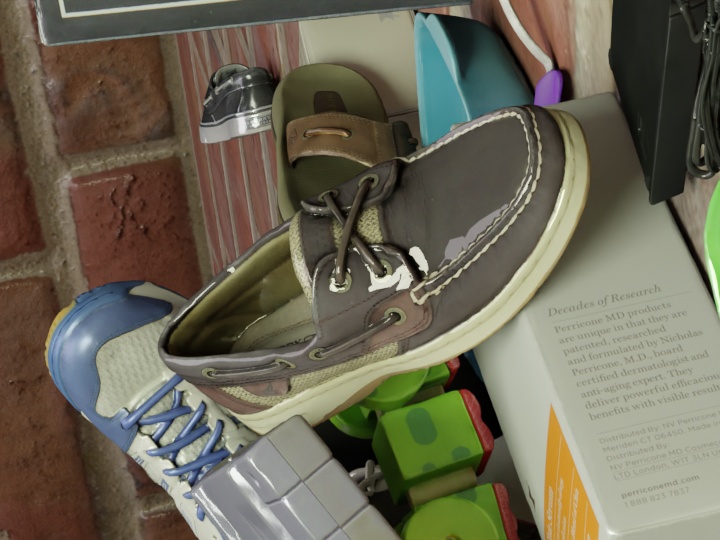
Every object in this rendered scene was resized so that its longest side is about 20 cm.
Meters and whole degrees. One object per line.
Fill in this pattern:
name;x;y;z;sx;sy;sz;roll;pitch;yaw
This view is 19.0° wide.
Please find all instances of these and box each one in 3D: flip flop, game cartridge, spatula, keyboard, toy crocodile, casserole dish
flip flop;-0.002;-0.061;1.092;0.200;0.081;0.058;-104;24;-54
game cartridge;-0.010;0.123;0.839;0.130;0.038;0.200;55;166;2
spatula;0.066;-0.121;0.928;0.057;0.020;0.201;157;101;-84
keyboard;0.105;-0.097;0.690;0.200;0.021;0.127;86;175;-51
toy crocodile;0.030;0.076;0.865;0.068;0.062;0.201;108;144;-71
casserole dish;0.061;-0.035;1.038;0.121;0.039;0.201;-112;12;-51

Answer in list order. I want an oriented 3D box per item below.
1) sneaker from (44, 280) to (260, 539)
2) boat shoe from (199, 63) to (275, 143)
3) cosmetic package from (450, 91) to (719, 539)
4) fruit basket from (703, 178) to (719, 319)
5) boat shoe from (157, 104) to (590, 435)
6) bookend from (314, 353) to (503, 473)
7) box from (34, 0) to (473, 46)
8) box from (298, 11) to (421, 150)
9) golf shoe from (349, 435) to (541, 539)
sneaker;-0.068;0.082;1.006;0.200;0.075;0.088;49;180;-42
boat shoe;-0.114;-0.157;1.985;0.200;0.071;0.068;-172;68;-79
cosmetic package;0.092;0.040;0.804;0.102;0.071;0.200;86;169;-48
fruit basket;0.140;0.062;0.285;0.216;0.155;0.216;-13;-90;-80
boat shoe;0.000;0.000;0.791;0.200;0.065;0.072;-34;49;40
bookend;0.019;0.082;1.090;0.199;0.092;0.200;58;178;-18
box;-0.057;-0.220;0.945;0.123;0.199;0.199;-92;-3;-56
box;0.003;-0.072;1.283;0.200;0.068;0.082;91;164;-62
golf shoe;0.034;0.112;0.944;0.088;0.200;0.077;40;-158;-1
